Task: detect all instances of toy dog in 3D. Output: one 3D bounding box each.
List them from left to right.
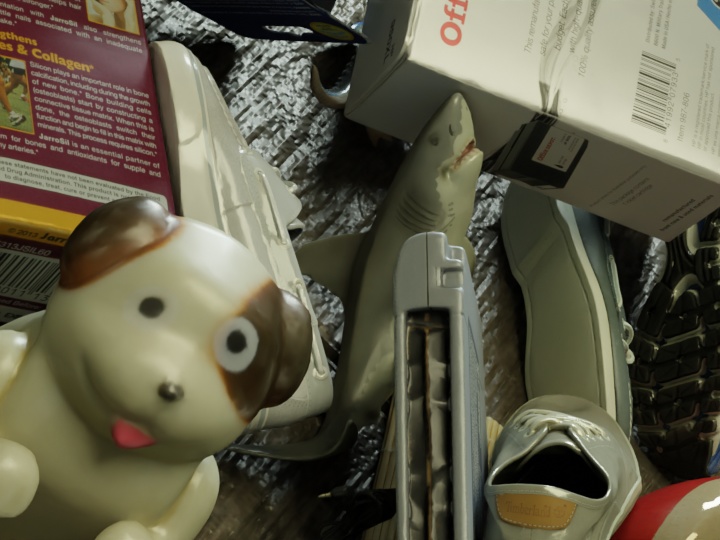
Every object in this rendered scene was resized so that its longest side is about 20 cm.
[{"bbox_3d":[-0.106,0.060,1.170,0.140,0.200,0.194,42,41,-7],"label":"toy dog"}]

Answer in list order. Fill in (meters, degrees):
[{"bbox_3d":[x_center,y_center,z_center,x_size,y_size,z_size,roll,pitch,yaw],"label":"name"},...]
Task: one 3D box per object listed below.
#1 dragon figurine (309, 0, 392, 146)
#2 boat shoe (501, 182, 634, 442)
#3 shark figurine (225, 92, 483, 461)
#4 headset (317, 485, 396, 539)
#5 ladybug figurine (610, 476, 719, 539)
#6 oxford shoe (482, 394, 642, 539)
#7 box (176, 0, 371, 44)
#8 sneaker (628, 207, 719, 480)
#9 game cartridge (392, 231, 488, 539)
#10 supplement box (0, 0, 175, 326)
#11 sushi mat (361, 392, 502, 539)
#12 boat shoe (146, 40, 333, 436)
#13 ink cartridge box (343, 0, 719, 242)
[{"bbox_3d":[0.020,-0.126,1.532,0.200,0.059,0.100,-5,62,-43],"label":"dragon figurine"},{"bbox_3d":[0.126,0.024,1.496,0.062,0.073,0.200,14,45,-27],"label":"boat shoe"},{"bbox_3d":[-0.006,0.021,1.402,0.089,0.128,0.215,20,68,15],"label":"shark figurine"},{"bbox_3d":[-0.031,0.180,1.220,0.123,0.094,0.200,37,38,-12],"label":"headset"},{"bbox_3d":[0.164,0.161,1.381,0.072,0.136,0.200,25,-1,31],"label":"ladybug figurine"},{"bbox_3d":[0.094,0.092,1.314,0.075,0.058,0.200,4,18,9],"label":"oxford shoe"},{"bbox_3d":[-0.093,-0.170,1.407,0.200,0.121,0.032,29,77,-36],"label":"box"},{"bbox_3d":[0.207,0.022,1.535,0.089,0.078,0.200,26,70,-39],"label":"sneaker"},{"bbox_3d":[0.039,0.099,1.296,0.041,0.133,0.200,-2,67,3],"label":"game cartridge"},{"bbox_3d":[-0.163,-0.077,1.316,0.110,0.086,0.200,13,52,-34],"label":"supplement box"},{"bbox_3d":[0.043,0.143,1.375,0.096,0.012,0.200,32,43,-18],"label":"sushi mat"},{"bbox_3d":[-0.059,-0.019,1.322,0.068,0.072,0.200,-4,61,-27],"label":"boat shoe"},{"bbox_3d":[0.105,-0.122,1.461,0.200,0.084,0.145,20,62,-17],"label":"ink cartridge box"}]
